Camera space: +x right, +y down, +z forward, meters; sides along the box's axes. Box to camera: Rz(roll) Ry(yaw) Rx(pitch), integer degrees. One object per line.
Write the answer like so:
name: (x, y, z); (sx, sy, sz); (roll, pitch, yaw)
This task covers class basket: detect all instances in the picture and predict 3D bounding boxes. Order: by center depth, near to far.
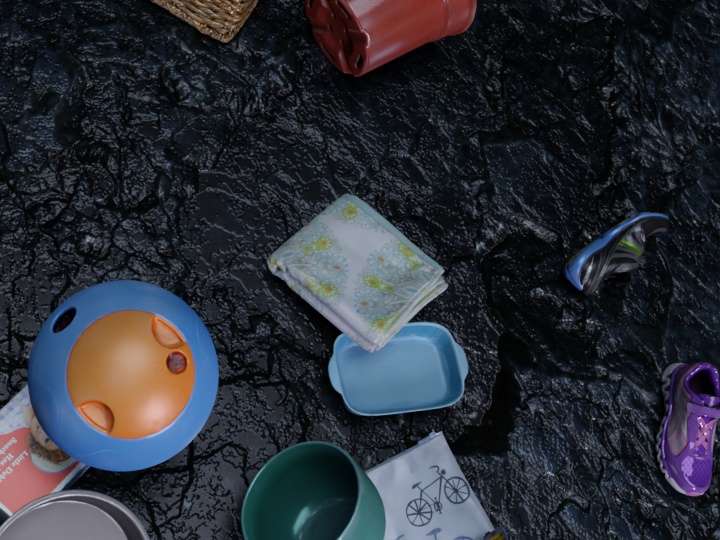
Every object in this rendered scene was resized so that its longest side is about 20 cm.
basket: (-0.237, -0.461, 1.539); (0.199, 0.150, 0.143); (28, 27, -5)

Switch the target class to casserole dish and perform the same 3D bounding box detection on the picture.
casserole dish: (0.047, 0.134, 1.375); (0.198, 0.039, 0.122); (-4, 68, -21)

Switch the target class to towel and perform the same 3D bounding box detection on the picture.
towel: (0.000, 0.000, 1.393); (0.200, 0.048, 0.171); (39, 51, 13)

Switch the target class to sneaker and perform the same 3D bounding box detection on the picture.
sneaker: (0.473, 0.215, 1.462); (0.080, 0.089, 0.202); (15, 63, -14)
sneaker: (0.392, -0.023, 1.560); (0.199, 0.071, 0.083); (-33, 85, -24)

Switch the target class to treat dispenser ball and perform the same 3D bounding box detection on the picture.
treat dispenser ball: (-0.251, 0.112, 1.106); (0.199, 0.201, 0.203); (8, 63, -16)

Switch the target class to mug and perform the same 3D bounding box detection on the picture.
mug: (-0.060, 0.302, 1.203); (0.184, 0.115, 0.152); (-34, 46, 0)

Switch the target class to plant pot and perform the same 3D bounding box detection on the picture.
plant pot: (0.035, -0.400, 1.543); (0.195, 0.201, 0.201); (-36, 81, -22)

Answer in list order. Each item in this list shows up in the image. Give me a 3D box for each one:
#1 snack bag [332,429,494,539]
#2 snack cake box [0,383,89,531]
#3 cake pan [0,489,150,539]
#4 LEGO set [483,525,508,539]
snack bag: (0.073, 0.325, 1.304); (0.188, 0.021, 0.201); (-22, 76, -28)
snack cake box: (-0.356, 0.190, 1.187); (0.115, 0.067, 0.200); (42, 60, 1)
cake pan: (-0.318, 0.336, 1.109); (0.199, 0.037, 0.202); (3, 84, -34)
LEGO set: (0.166, 0.411, 1.255); (0.154, 0.116, 0.200); (-42, 89, 3)
